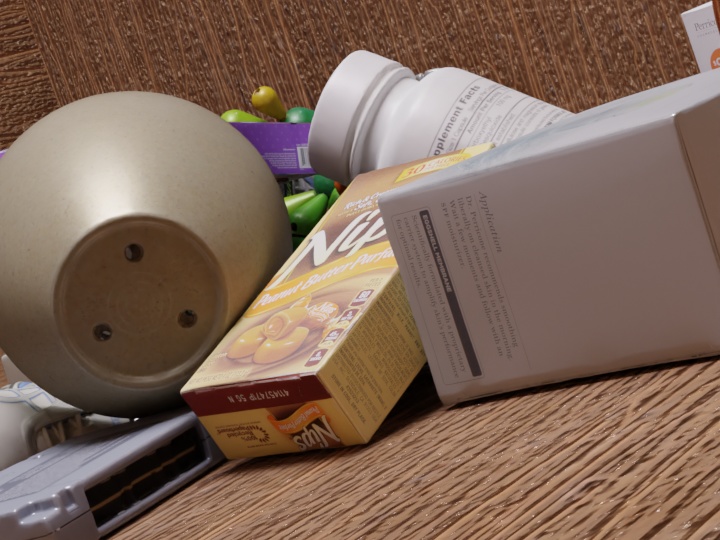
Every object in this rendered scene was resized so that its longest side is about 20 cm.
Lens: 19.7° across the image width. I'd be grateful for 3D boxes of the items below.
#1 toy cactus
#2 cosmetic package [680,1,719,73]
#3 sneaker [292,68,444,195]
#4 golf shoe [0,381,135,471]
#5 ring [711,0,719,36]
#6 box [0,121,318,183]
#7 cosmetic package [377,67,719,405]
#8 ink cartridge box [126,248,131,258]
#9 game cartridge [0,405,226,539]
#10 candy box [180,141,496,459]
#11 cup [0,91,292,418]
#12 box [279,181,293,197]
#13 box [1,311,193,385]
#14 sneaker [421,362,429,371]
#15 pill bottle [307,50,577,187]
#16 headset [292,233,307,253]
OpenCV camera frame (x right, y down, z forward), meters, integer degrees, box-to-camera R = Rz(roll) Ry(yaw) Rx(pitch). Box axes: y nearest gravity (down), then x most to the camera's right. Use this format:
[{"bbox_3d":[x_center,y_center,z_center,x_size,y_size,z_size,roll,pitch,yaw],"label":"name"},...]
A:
[{"bbox_3d":[-0.010,-0.087,1.511,0.199,0.103,0.165,23,56,26],"label":"toy cactus"},{"bbox_3d":[0.330,-0.136,1.435,0.051,0.152,0.199,-22,5,-38],"label":"cosmetic package"},{"bbox_3d":[0.016,-0.092,1.627,0.199,0.075,0.087,-17,-17,25],"label":"sneaker"},{"bbox_3d":[-0.196,0.101,1.302,0.096,0.079,0.200,-11,7,14],"label":"golf shoe"},{"bbox_3d":[0.298,-0.141,1.316,0.019,0.201,0.200,-33,10,-20],"label":"ring"},{"bbox_3d":[-0.138,-0.070,1.394,0.136,0.039,0.199,-11,-4,37],"label":"box"},{"bbox_3d":[0.155,-0.029,1.092,0.199,0.124,0.199,-13,8,42],"label":"cosmetic package"},{"bbox_3d":[-0.189,-0.001,1.483,0.199,0.068,0.116,-15,-7,43],"label":"ink cartridge box"},{"bbox_3d":[-0.167,0.124,1.135,0.132,0.041,0.200,-12,7,27],"label":"game cartridge"},{"bbox_3d":[0.001,0.016,1.156,0.115,0.055,0.200,-11,32,45],"label":"candy box"},{"bbox_3d":[-0.132,0.003,1.215,0.199,0.202,0.143,-19,13,-3],"label":"cup"},{"bbox_3d":[-0.103,-0.004,1.552,0.109,0.035,0.201,-17,49,16],"label":"box"},{"bbox_3d":[-0.150,0.068,1.434,0.199,0.083,0.068,-17,5,36],"label":"box"},{"bbox_3d":[0.036,0.022,1.241,0.199,0.076,0.077,-19,0,15],"label":"sneaker"},{"bbox_3d":[0.071,-0.069,1.365,0.199,0.115,0.114,24,22,19],"label":"pill bottle"},{"bbox_3d":[0.000,0.000,1.341,0.199,0.095,0.123,22,17,35],"label":"headset"}]
